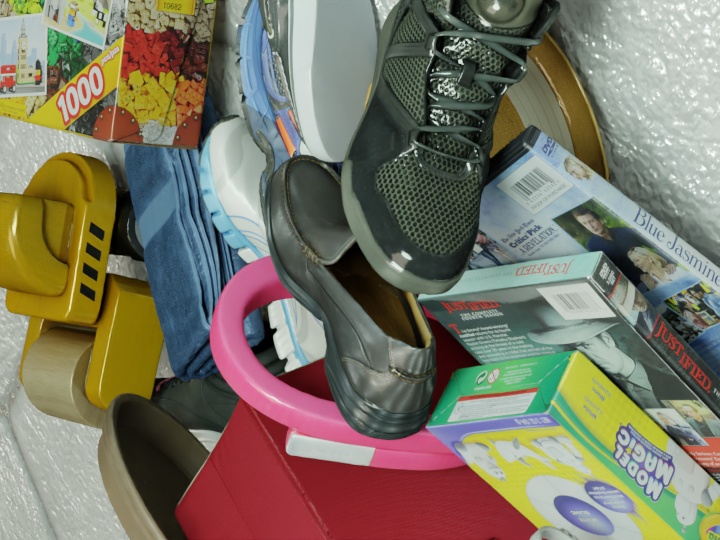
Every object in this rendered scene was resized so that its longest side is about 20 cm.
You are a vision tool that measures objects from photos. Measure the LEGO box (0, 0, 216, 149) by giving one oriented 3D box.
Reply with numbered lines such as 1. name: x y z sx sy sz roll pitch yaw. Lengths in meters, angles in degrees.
1. LEGO box: -0.190 -0.173 1.318 0.199 0.077 0.151 15 100 47

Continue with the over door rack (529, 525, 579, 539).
1. over door rack: 0.140 0.239 1.084 0.199 0.067 0.148 28 129 -20

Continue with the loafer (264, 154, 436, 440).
1. loafer: 0.000 0.000 1.113 0.201 0.072 0.073 62 144 33

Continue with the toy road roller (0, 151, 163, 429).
1. toy road roller: -0.230 0.011 1.430 0.122 0.145 0.202 5 85 51

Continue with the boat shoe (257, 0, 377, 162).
1. boat shoe: -0.033 -0.167 1.160 0.056 0.068 0.202 3 102 39

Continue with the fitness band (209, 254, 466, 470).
1. fitness band: 0.006 0.051 1.149 0.038 0.198 0.145 114 159 -45

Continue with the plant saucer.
1. plant saucer: -0.120 0.175 1.325 0.029 0.200 0.201 -36 79 11

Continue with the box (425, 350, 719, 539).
1. box: 0.143 0.128 1.082 0.200 0.049 0.117 40 152 -22

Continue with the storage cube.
1. storage cube: 0.010 0.162 1.215 0.181 0.199 0.171 57 146 19

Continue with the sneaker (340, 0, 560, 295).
1. sneaker: 0.045 -0.089 0.960 0.076 0.201 0.114 20 144 -11

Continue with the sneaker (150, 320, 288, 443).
1. sneaker: -0.113 0.078 1.432 0.199 0.070 0.100 8 116 43

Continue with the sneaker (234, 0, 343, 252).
1. sneaker: -0.033 -0.092 1.223 0.075 0.078 0.202 -32 -68 -88

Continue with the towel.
1. towel: -0.126 -0.029 1.343 0.112 0.048 0.202 -41 59 55

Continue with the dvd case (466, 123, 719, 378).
1. dvd case: 0.132 0.013 1.035 0.199 0.018 0.143 36 146 -11

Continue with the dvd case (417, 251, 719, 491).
1. dvd case: 0.141 0.066 1.052 0.200 0.022 0.145 43 152 -24

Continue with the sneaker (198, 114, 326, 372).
1. sneaker: -0.035 -0.019 1.277 0.086 0.075 0.201 -22 99 44

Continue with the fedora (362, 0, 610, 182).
1. fedora: 0.056 -0.066 1.104 0.200 0.081 0.202 30 132 38
